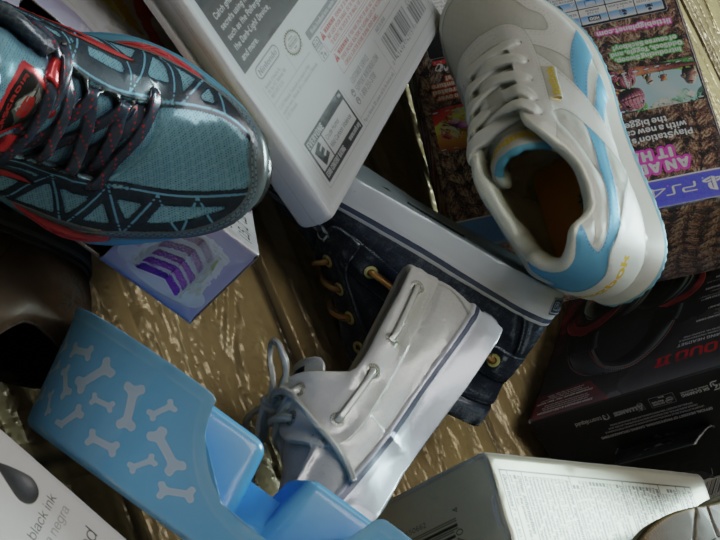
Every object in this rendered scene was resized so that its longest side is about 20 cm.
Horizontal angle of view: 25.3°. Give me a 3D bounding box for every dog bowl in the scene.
[{"bbox_3d":[-0.043,0.093,0.625,0.200,0.111,0.050,36,79,-3],"label":"dog bowl"}]

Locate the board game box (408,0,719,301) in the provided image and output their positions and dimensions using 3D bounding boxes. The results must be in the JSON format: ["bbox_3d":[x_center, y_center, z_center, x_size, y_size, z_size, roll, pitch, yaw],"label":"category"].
[{"bbox_3d":[0.115,-0.092,0.948,0.097,0.159,0.201,78,1,-65],"label":"board game box"}]

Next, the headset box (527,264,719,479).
[{"bbox_3d":[0.195,0.051,0.965,0.075,0.148,0.200,56,34,-21],"label":"headset box"}]

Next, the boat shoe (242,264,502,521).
[{"bbox_3d":[-0.016,0.068,0.742,0.086,0.075,0.202,40,59,-2],"label":"boat shoe"}]

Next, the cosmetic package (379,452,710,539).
[{"bbox_3d":[0.107,0.161,0.832,0.200,0.087,0.104,13,54,-45],"label":"cosmetic package"}]

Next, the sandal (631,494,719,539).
[{"bbox_3d":[0.205,0.155,0.842,0.199,0.054,0.081,-3,62,-36],"label":"sandal"}]

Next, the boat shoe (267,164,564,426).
[{"bbox_3d":[0.000,0.000,0.838,0.200,0.091,0.071,31,10,3],"label":"boat shoe"}]

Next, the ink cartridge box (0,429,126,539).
[{"bbox_3d":[-0.181,0.101,0.517,0.200,0.083,0.147,46,38,-20],"label":"ink cartridge box"}]

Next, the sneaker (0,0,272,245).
[{"bbox_3d":[-0.120,-0.053,0.548,0.199,0.080,0.096,18,7,-20],"label":"sneaker"}]

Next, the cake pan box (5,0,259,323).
[{"bbox_3d":[-0.131,-0.087,0.696,0.184,0.052,0.200,38,19,-25],"label":"cake pan box"}]

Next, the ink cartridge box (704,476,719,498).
[{"bbox_3d":[0.285,0.136,1.023,0.083,0.146,0.200,53,35,-11],"label":"ink cartridge box"}]

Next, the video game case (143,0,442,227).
[{"bbox_3d":[-0.038,-0.148,0.792,0.182,0.023,0.200,56,36,-23],"label":"video game case"}]

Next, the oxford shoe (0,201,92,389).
[{"bbox_3d":[-0.178,0.005,0.603,0.200,0.073,0.085,17,54,-45],"label":"oxford shoe"}]

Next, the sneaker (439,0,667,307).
[{"bbox_3d":[0.090,-0.077,0.834,0.081,0.076,0.200,13,45,-51],"label":"sneaker"}]
